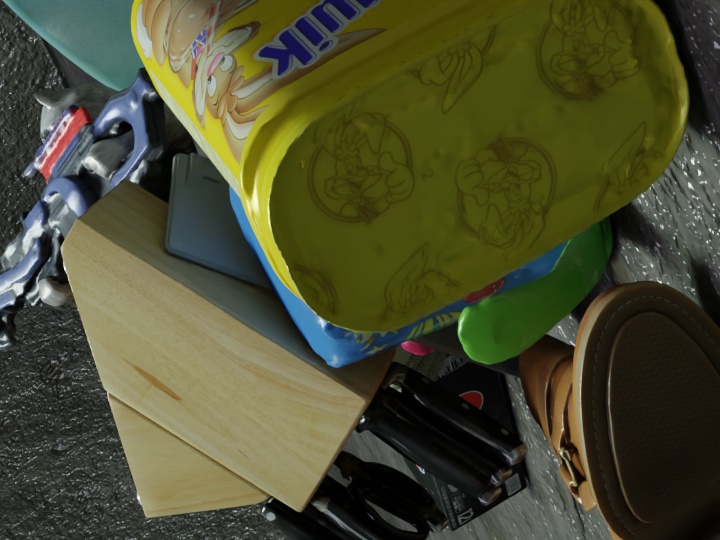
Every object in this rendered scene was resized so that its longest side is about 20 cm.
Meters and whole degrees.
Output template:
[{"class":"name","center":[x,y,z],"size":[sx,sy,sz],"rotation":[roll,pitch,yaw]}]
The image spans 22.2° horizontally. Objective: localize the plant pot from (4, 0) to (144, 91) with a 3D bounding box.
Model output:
[{"class":"plant pot","center":[-0.148,-0.213,1.017],"size":[0.200,0.141,0.141],"rotation":[55,-170,-26]}]

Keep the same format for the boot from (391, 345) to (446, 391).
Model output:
[{"class":"boot","center":[-0.004,-0.034,1.048],"size":[0.155,0.072,0.201],"rotation":[26,-119,-46]}]

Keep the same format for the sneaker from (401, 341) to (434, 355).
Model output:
[{"class":"sneaker","center":[-0.019,-0.039,0.931],"size":[0.200,0.075,0.081],"rotation":[38,-178,4]}]

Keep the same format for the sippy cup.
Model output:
[{"class":"sippy cup","center":[0.019,-0.029,0.792],"size":[0.140,0.130,0.178],"rotation":[60,171,-6]}]

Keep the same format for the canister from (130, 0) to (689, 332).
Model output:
[{"class":"canister","center":[0.006,-0.075,0.667],"size":[0.087,0.148,0.200],"rotation":[65,171,-31]}]

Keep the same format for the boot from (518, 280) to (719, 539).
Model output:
[{"class":"boot","center":[0.107,0.060,0.784],"size":[0.155,0.074,0.200],"rotation":[54,168,56]}]

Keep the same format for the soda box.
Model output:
[{"class":"soda box","center":[0.053,0.084,1.182],"size":[0.071,0.063,0.200],"rotation":[55,169,36]}]

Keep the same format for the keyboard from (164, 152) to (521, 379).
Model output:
[{"class":"keyboard","center":[0.000,0.000,0.866],"size":[0.011,0.200,0.056],"rotation":[-39,38,49]}]

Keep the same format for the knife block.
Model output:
[{"class":"knife block","center":[-0.024,0.047,0.836],"size":[0.064,0.175,0.200],"rotation":[-58,-45,-67]}]

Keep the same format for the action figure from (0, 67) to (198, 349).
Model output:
[{"class":"action figure","center":[-0.111,-0.007,0.932],"size":[0.200,0.105,0.194],"rotation":[-39,79,36]}]
